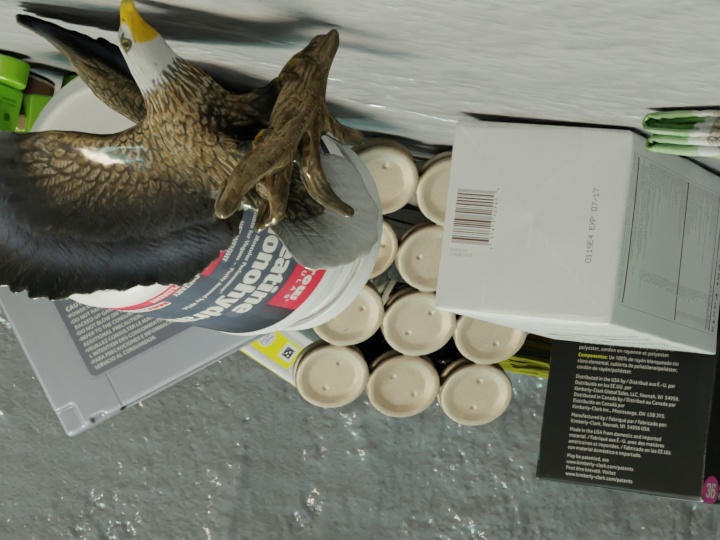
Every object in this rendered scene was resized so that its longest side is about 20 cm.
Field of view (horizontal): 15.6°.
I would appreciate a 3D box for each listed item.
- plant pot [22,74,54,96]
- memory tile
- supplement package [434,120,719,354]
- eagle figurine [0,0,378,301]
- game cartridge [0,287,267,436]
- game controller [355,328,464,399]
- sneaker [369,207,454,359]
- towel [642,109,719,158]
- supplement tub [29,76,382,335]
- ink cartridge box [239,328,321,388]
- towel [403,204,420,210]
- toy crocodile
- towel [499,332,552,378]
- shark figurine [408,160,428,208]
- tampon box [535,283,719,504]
[{"bbox_3d":[-0.300,-0.032,1.648,0.187,0.200,0.187,9,177,0],"label":"plant pot"},{"bbox_3d":[0.042,0.010,1.720,0.153,0.200,0.017,7,-151,-13],"label":"memory tile"},{"bbox_3d":[0.137,-0.016,1.560,0.109,0.114,0.200,5,175,25],"label":"supplement package"},{"bbox_3d":[-0.098,-0.066,1.290,0.200,0.151,0.152,-8,177,38],"label":"eagle figurine"},{"bbox_3d":[-0.127,0.002,1.674,0.200,0.133,0.042,-27,171,1],"label":"game cartridge"},{"bbox_3d":[0.073,0.021,1.872,0.104,0.042,0.200,12,-140,24],"label":"game controller"},{"bbox_3d":[0.000,0.000,1.779,0.200,0.076,0.115,8,-152,-24],"label":"sneaker"},{"bbox_3d":[0.257,-0.055,1.327,0.149,0.031,0.200,12,176,-32],"label":"towel"},{"bbox_3d":[-0.091,-0.037,1.541,0.140,0.140,0.200,6,176,35],"label":"supplement tub"},{"bbox_3d":[-0.094,0.006,1.885,0.200,0.047,0.198,39,-174,-36],"label":"ink cartridge box"},{"bbox_3d":[-0.017,-0.056,1.928,0.148,0.037,0.200,12,176,-36],"label":"towel"},{"bbox_3d":[-0.202,-0.089,1.573,0.062,0.068,0.200,6,176,43],"label":"toy crocodile"},{"bbox_3d":[0.186,0.019,1.862,0.086,0.018,0.200,9,-144,45],"label":"towel"},{"bbox_3d":[0.049,-0.033,1.740,0.128,0.090,0.214,3,176,42],"label":"shark figurine"},{"bbox_3d":[0.214,0.050,1.721,0.126,0.200,0.150,6,177,35],"label":"tampon box"}]
